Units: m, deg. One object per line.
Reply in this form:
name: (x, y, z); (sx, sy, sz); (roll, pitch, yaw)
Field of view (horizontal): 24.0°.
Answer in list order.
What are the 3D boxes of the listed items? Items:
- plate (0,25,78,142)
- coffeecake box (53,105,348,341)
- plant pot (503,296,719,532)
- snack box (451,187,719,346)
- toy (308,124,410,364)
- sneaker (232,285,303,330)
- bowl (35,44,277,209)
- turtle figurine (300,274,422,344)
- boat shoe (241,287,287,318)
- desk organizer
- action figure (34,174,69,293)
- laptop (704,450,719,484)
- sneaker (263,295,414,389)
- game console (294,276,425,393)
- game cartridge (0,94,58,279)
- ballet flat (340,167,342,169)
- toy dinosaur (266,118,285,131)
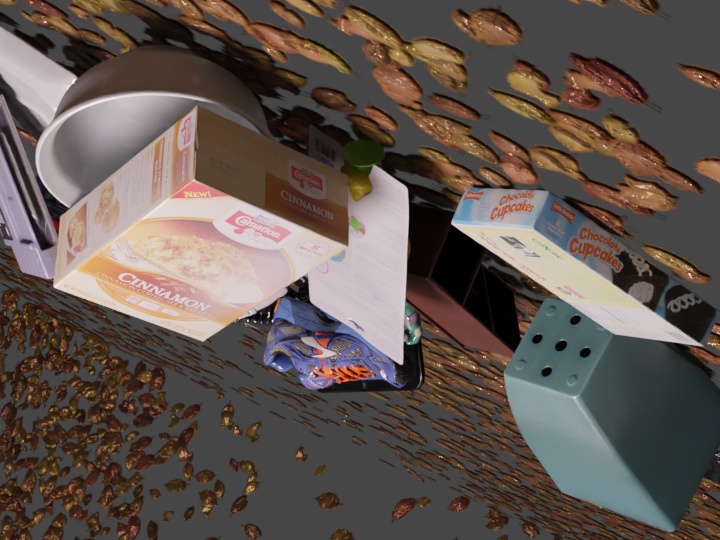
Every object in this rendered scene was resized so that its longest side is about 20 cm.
plate: (-0.296, -0.152, 1.609); (0.200, 0.032, 0.200); (33, 164, 34)
coffeecake box: (-0.129, -0.032, 1.368); (0.153, 0.073, 0.200); (23, 141, -34)
plant pot: (0.229, 0.122, 1.583); (0.141, 0.142, 0.200); (15, 158, 44)
snack box: (0.181, -0.003, 1.364); (0.200, 0.037, 0.116); (32, 167, -28)
toy: (0.008, -0.027, 1.435); (0.115, 0.047, 0.201); (34, 145, 31)
sneaker: (-0.121, 0.028, 1.884); (0.079, 0.076, 0.200); (25, -170, 17)
bowl: (-0.162, -0.120, 1.379); (0.200, 0.091, 0.201); (-2, 150, -1)
turtle figurine: (0.000, 0.000, 1.619); (0.149, 0.101, 0.200); (27, -172, 17)
boat shoe: (-0.110, -0.035, 1.685); (0.200, 0.068, 0.072); (-104, -7, -56)
desk organizer: (0.090, 0.011, 1.556); (0.077, 0.072, 0.200); (14, 164, 38)
action figure: (-0.249, -0.044, 1.762); (0.199, 0.194, 0.105); (31, 141, 12)
laptop: (0.443, 0.289, 1.951); (0.199, 0.104, 0.177); (22, 168, 23)
sneaker: (-0.023, 0.089, 1.709); (0.199, 0.079, 0.075); (16, 166, 48)
game console: (-0.036, 0.039, 1.781); (0.176, 0.117, 0.200); (33, 157, -31)
game cartridge: (-0.344, -0.090, 1.640); (0.129, 0.038, 0.201); (2, 115, 63)
ballet flat: (-0.063, -0.077, 1.543); (0.071, 0.069, 0.200); (47, 160, -12)
toy dinosaur: (-0.120, -0.046, 1.528); (0.199, 0.105, 0.182); (11, 139, 50)
